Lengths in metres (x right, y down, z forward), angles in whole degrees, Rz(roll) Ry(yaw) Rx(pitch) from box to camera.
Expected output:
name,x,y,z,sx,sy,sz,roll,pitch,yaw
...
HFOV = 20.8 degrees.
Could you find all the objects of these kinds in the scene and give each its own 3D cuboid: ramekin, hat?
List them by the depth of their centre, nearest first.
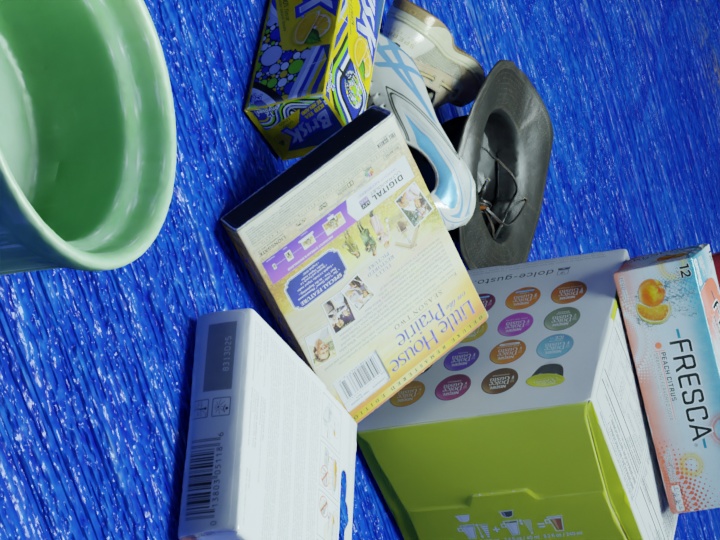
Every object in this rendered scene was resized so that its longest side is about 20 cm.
name,x,y,z,sx,sy,sz,roll,pitch,yaw
ramekin,-0.192,-0.091,1.072,0.200,0.097,0.201,38,47,-56
hat,0.098,-0.085,1.730,0.200,0.080,0.202,-9,100,-59

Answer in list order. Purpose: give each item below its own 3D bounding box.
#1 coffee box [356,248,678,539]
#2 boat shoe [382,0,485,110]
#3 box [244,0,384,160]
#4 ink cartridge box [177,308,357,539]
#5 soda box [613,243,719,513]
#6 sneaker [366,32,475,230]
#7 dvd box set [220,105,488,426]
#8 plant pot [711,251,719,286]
name,x,y,z,sx,sy,sz,roll,pitch,yaw
coffee box,0.137,0.130,1.582,0.198,0.199,0.201,-68,141,-50
boat shoe,0.055,-0.174,1.698,0.065,0.072,0.200,-60,161,-2
box,-0.029,-0.184,1.498,0.064,0.070,0.201,54,35,-44
ink cartridge box,-0.059,0.139,1.349,0.200,0.050,0.163,55,33,-56
soda box,0.259,0.084,1.536,0.064,0.068,0.201,-28,106,-65
sneaker,0.020,-0.115,1.519,0.072,0.072,0.201,-3,54,-51
dvd box set,0.000,0.000,1.434,0.146,0.029,0.201,-38,124,-14
plant pot,0.361,0.088,2.109,0.200,0.181,0.202,37,47,-55
